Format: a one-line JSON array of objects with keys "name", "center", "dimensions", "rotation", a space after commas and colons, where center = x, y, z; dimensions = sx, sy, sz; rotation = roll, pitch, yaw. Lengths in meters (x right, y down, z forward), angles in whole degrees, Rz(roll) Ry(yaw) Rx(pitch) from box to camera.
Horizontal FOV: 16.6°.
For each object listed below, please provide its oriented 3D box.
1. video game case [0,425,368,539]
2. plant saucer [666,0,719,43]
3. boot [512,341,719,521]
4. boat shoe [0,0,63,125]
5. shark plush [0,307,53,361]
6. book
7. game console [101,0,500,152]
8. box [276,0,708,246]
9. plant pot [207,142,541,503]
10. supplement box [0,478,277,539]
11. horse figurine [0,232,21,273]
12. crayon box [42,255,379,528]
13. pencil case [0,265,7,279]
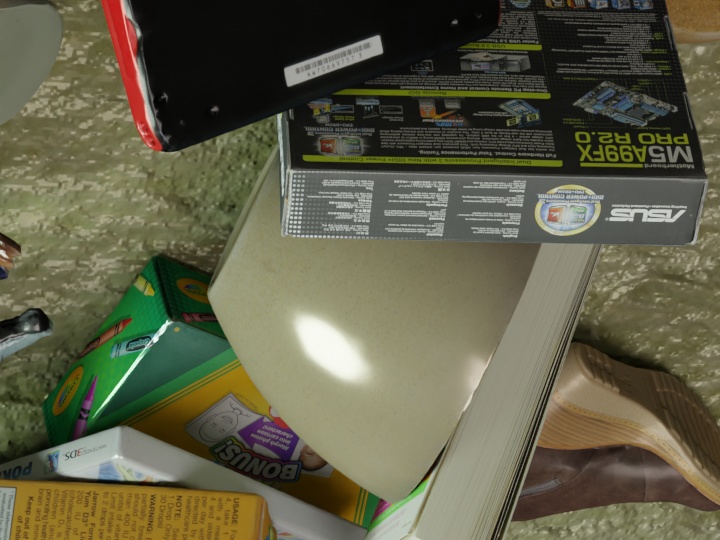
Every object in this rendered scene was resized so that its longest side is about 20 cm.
[{"name": "video game case", "center": [-0.117, 0.145, 1.374], "dimensions": [0.182, 0.022, 0.199], "rotation": [-19, 145, 41]}, {"name": "plant saucer", "center": [0.192, -0.191, 1.258], "dimensions": [0.198, 0.036, 0.201], "rotation": [-10, 132, -11]}, {"name": "boot", "center": [0.119, 0.121, 1.490], "dimensions": [0.166, 0.073, 0.200], "rotation": [-34, 134, 27]}, {"name": "boat shoe", "center": [-0.201, -0.116, 1.136], "dimensions": [0.070, 0.071, 0.201], "rotation": [-57, 166, 7]}, {"name": "shark plush", "center": [-0.250, 0.069, 1.284], "dimensions": [0.200, 0.091, 0.083], "rotation": [-45, 166, 12]}, {"name": "book", "center": [0.058, 0.069, 1.300], "dimensions": [0.048, 0.201, 0.134], "rotation": [27, 159, -11]}, {"name": "game console", "center": [-0.034, -0.166, 1.130], "dimensions": [0.199, 0.031, 0.178], "rotation": [-22, 111, -25]}, {"name": "box", "center": [0.058, -0.083, 1.196], "dimensions": [0.198, 0.161, 0.044], "rotation": [0, 134, -6]}, {"name": "plant pot", "center": [0.000, 0.000, 1.268], "dimensions": [0.134, 0.201, 0.201], "rotation": [26, 120, -6]}, {"name": "supplement box", "center": [-0.146, 0.151, 1.291], "dimensions": [0.198, 0.069, 0.067], "rotation": [1, 156, 5]}, {"name": "horse figurine", "center": [-0.275, 0.009, 1.258], "dimensions": [0.199, 0.050, 0.133], "rotation": [-31, 138, 11]}, {"name": "crayon box", "center": [-0.063, 0.081, 1.383], "dimensions": [0.199, 0.058, 0.119], "rotation": [22, 119, -32]}, {"name": "pencil case", "center": [-0.253, -0.051, 1.154], "dimensions": [0.085, 0.092, 0.201], "rotation": [-42, 117, -23]}]
